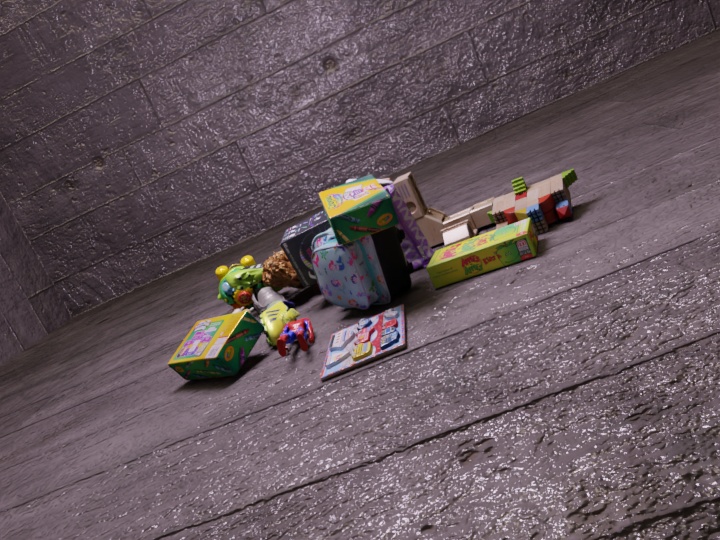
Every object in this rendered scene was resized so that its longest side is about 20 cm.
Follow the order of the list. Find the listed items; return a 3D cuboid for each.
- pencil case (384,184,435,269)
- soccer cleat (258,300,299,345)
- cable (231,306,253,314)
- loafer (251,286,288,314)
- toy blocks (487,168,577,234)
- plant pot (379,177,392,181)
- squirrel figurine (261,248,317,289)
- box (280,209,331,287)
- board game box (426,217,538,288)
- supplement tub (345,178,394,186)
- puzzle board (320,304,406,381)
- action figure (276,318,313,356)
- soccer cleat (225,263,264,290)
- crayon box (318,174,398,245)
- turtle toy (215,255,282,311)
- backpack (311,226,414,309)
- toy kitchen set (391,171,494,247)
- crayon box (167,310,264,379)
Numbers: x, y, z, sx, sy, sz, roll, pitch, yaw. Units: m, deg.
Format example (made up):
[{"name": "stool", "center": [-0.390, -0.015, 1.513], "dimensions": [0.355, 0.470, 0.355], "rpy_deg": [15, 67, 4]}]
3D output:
[{"name": "pencil case", "center": [0.087, -0.091, 1.407], "dimensions": [0.084, 0.200, 0.085], "rpy_deg": [-36, 15, -2]}, {"name": "soccer cleat", "center": [-0.174, 0.106, 1.396], "dimensions": [0.083, 0.065, 0.200], "rpy_deg": [-14, 14, -3]}, {"name": "cable", "center": [-0.335, 0.148, 1.555], "dimensions": [0.097, 0.051, 0.200], "rpy_deg": [-20, 12, 24]}, {"name": "loafer", "center": [-0.230, 0.078, 1.599], "dimensions": [0.070, 0.070, 0.200], "rpy_deg": [-30, 13, -23]}, {"name": "toy blocks", "center": [0.347, -0.121, 1.298], "dimensions": [0.199, 0.100, 0.137], "rpy_deg": [-20, 25, 25]}, {"name": "plant pot", "center": [0.050, -0.136, 1.695], "dimensions": [0.199, 0.178, 0.200], "rpy_deg": [-23, 12, 5]}, {"name": "squirrel figurine", "center": [-0.143, 0.002, 1.605], "dimensions": [0.199, 0.142, 0.186], "rpy_deg": [-13, 22, -33]}, {"name": "box", "center": [-0.064, -0.069, 1.446], "dimensions": [0.199, 0.123, 0.106], "rpy_deg": [-26, 19, 10]}, {"name": "board game box", "center": [0.232, -0.033, 1.217], "dimensions": [0.199, 0.048, 0.102], "rpy_deg": [-19, 14, 24]}, {"name": "supplement tub", "center": [0.020, -0.118, 1.552], "dimensions": [0.122, 0.201, 0.123], "rpy_deg": [2, 12, 0]}, {"name": "puzzle board", "center": [0.007, 0.117, 1.108], "dimensions": [0.150, 0.017, 0.200], "rpy_deg": [-23, 12, 9]}, {"name": "action figure", "center": [-0.125, 0.128, 1.247], "dimensions": [0.065, 0.052, 0.200], "rpy_deg": [-19, 8, 1]}, {"name": "soccer cleat", "center": [-0.260, 0.006, 1.693], "dimensions": [0.199, 0.068, 0.081], "rpy_deg": [-13, 21, -31]}, {"name": "crayon box", "center": [-0.008, -0.121, 1.235], "dimensions": [0.118, 0.059, 0.200], "rpy_deg": [-20, 22, -2]}, {"name": "turtle toy", "center": [-0.301, 0.043, 1.768], "dimensions": [0.199, 0.146, 0.101], "rpy_deg": [-22, 33, -1]}, {"name": "backpack", "center": [-0.013, -0.013, 1.304], "dimensions": [0.150, 0.178, 0.199], "rpy_deg": [-31, 21, -33]}, {"name": "toy kitchen set", "center": [0.194, -0.152, 1.474], "dimensions": [0.199, 0.181, 0.163], "rpy_deg": [-21, 14, 21]}, {"name": "crayon box", "center": [-0.301, 0.157, 1.322], "dimensions": [0.199, 0.058, 0.119], "rpy_deg": [-14, 37, 45]}]
